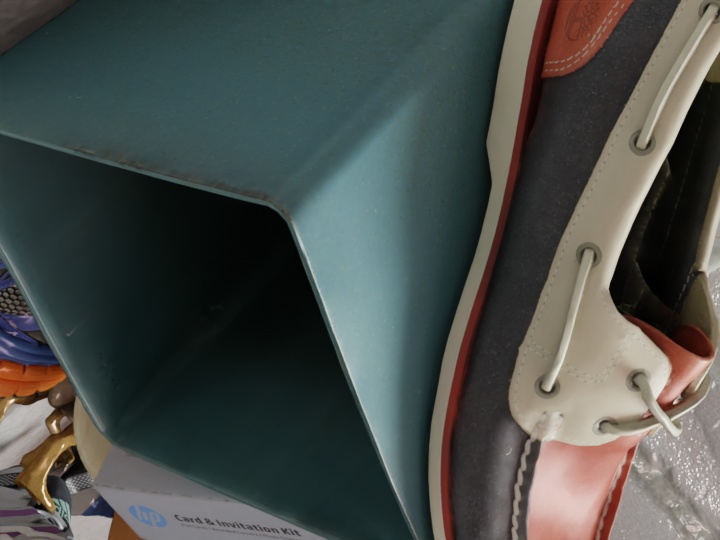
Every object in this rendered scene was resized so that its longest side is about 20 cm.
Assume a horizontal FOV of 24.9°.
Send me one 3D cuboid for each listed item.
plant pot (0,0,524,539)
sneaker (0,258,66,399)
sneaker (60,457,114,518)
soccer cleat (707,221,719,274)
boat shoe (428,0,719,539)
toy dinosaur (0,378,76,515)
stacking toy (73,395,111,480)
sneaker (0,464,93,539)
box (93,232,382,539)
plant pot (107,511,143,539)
[{"bbox_3d":[0.005,-0.043,0.507,0.200,0.141,0.142,-49,136,-30],"label":"plant pot"},{"bbox_3d":[-0.086,-0.008,0.625,0.078,0.075,0.200,-49,170,25],"label":"sneaker"},{"bbox_3d":[-0.130,0.134,1.069,0.076,0.077,0.200,-42,169,17],"label":"sneaker"},{"bbox_3d":[0.101,-0.022,0.660,0.199,0.078,0.069,-8,-152,41],"label":"soccer cleat"},{"bbox_3d":[0.067,0.010,0.440,0.071,0.062,0.201,-6,107,-55],"label":"boat shoe"},{"bbox_3d":[-0.140,0.051,0.786,0.106,0.060,0.200,-49,161,-21],"label":"toy dinosaur"},{"bbox_3d":[-0.075,0.083,0.801,0.085,0.085,0.200,-40,167,-3],"label":"stacking toy"},{"bbox_3d":[-0.160,0.139,0.830,0.199,0.078,0.140,2,-157,27],"label":"sneaker"},{"bbox_3d":[0.013,0.007,0.581,0.041,0.155,0.201,59,44,-44],"label":"box"},{"bbox_3d":[-0.062,0.176,1.007,0.200,0.139,0.201,-30,128,-48],"label":"plant pot"}]
